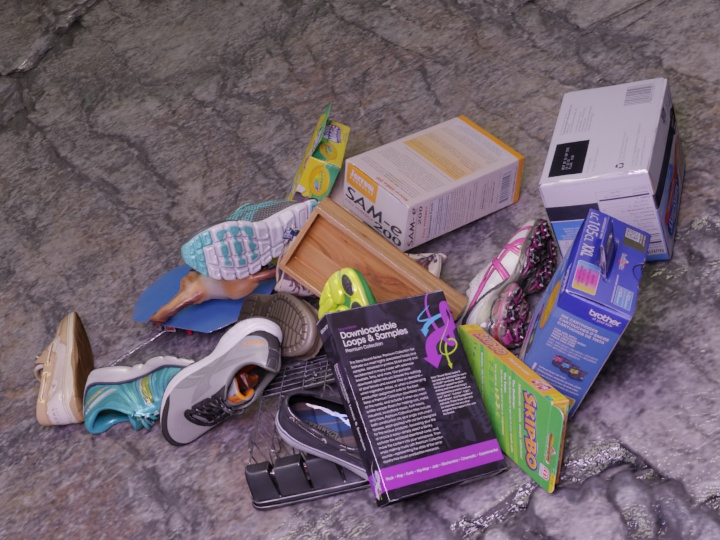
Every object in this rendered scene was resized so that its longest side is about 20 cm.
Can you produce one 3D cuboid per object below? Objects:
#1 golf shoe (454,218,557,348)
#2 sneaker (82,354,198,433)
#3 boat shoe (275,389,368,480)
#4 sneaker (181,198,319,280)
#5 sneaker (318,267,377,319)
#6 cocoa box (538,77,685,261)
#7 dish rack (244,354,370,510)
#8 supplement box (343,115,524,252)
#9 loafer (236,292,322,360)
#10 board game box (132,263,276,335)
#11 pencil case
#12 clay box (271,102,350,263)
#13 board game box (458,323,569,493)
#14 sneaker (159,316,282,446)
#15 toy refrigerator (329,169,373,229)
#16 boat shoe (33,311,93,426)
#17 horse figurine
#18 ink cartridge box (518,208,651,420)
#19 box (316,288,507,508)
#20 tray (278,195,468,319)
[{"bbox_3d":[0.166,0.009,1.625,0.092,0.073,0.200,-1,40,33],"label":"golf shoe"},{"bbox_3d":[-0.251,0.157,1.695,0.199,0.078,0.080,-13,52,24],"label":"sneaker"},{"bbox_3d":[0.009,0.169,1.430,0.199,0.066,0.070,21,59,8],"label":"boat shoe"},{"bbox_3d":[-0.142,-0.044,1.727,0.200,0.078,0.091,-16,24,-34],"label":"sneaker"},{"bbox_3d":[0.020,0.079,1.507,0.074,0.200,0.084,-10,27,37],"label":"sneaker"},{"bbox_3d":[0.304,-0.115,1.659,0.133,0.131,0.200,-6,37,24],"label":"cocoa box"},{"bbox_3d":[-0.049,0.168,1.554,0.153,0.055,0.200,-13,32,13],"label":"dish rack"},{"bbox_3d":[0.093,-0.113,1.772,0.200,0.074,0.126,-23,46,-31],"label":"supplement box"},{"bbox_3d":[-0.085,0.064,1.668,0.200,0.067,0.076,19,94,63],"label":"loafer"},{"bbox_3d":[-0.198,0.043,1.837,0.200,0.039,0.158,7,37,35],"label":"board game box"},{"bbox_3d":[0.000,0.000,1.670,0.199,0.078,0.090,10,70,-1],"label":"pencil case"},{"bbox_3d":[-0.065,-0.112,1.837,0.047,0.200,0.115,22,33,-8],"label":"clay box"},{"bbox_3d":[0.155,0.139,1.428,0.030,0.096,0.200,-7,26,-23],"label":"board game box"},{"bbox_3d":[-0.163,0.138,1.592,0.200,0.074,0.079,-45,36,25],"label":"sneaker"},{"bbox_3d":[-0.006,-0.050,1.812,0.070,0.076,0.200,-11,34,19],"label":"toy refrigerator"},{"bbox_3d":[-0.390,0.126,1.802,0.069,0.074,0.200,-17,33,2],"label":"boat shoe"},{"bbox_3d":[-0.168,0.010,1.772,0.199,0.050,0.133,-13,18,25],"label":"horse figurine"},{"bbox_3d":[0.232,0.035,1.430,0.076,0.200,0.137,24,44,0],"label":"ink cartridge box"},{"bbox_3d":[0.051,0.126,1.407,0.143,0.201,0.036,-10,-17,-28],"label":"box"},{"bbox_3d":[0.014,0.014,1.584,0.099,0.200,0.037,-55,-2,33],"label":"tray"}]
